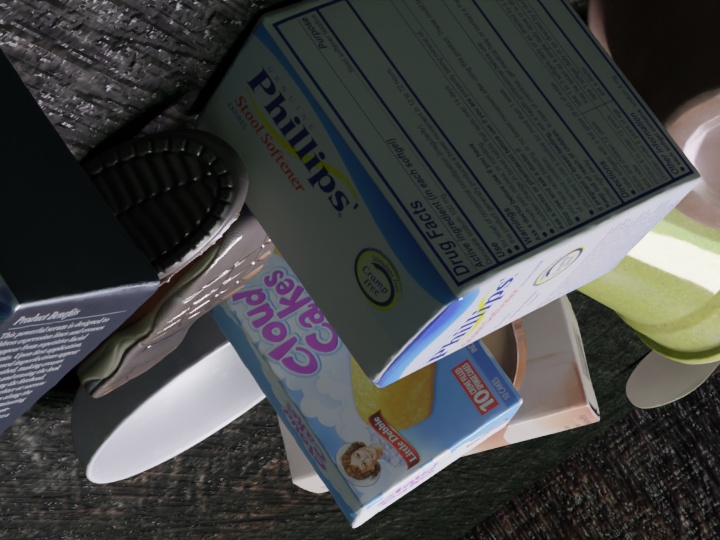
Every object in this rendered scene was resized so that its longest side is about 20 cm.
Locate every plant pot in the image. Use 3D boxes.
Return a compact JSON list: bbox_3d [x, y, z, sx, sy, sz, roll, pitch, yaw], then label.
[{"bbox_3d":[0.223,-0.118,1.425,0.200,0.200,0.175,-46,-158,39],"label":"plant pot"},{"bbox_3d":[0.174,-0.057,1.633,0.184,0.201,0.200,18,133,-34],"label":"plant pot"}]

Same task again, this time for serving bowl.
[{"bbox_3d":[-0.112,0.056,1.620,0.200,0.066,0.200,-33,166,-9],"label":"serving bowl"}]

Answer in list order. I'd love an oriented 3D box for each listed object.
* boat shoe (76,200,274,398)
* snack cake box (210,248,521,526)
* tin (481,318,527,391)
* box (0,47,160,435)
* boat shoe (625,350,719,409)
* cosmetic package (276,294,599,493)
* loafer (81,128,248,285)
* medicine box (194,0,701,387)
[{"bbox_3d":[-0.118,0.002,1.396,0.076,0.072,0.200,-26,170,-45],"label":"boat shoe"},{"bbox_3d":[-0.010,0.034,1.461,0.115,0.200,0.067,-33,170,-14],"label":"snack cake box"},{"bbox_3d":[0.038,0.008,1.544,0.112,0.201,0.042,-15,178,22],"label":"tin"},{"bbox_3d":[-0.211,0.010,1.031,0.200,0.149,0.107,-42,166,24],"label":"box"},{"bbox_3d":[0.421,0.112,3.118,0.201,0.074,0.063,-38,159,-7],"label":"boat shoe"},{"bbox_3d":[0.049,0.079,1.620,0.199,0.088,0.103,-15,170,9],"label":"cosmetic package"},{"bbox_3d":[-0.140,-0.012,1.326,0.200,0.073,0.071,-31,175,19],"label":"loafer"},{"bbox_3d":[0.047,-0.065,1.332,0.200,0.182,0.103,-25,163,-38],"label":"medicine box"}]
